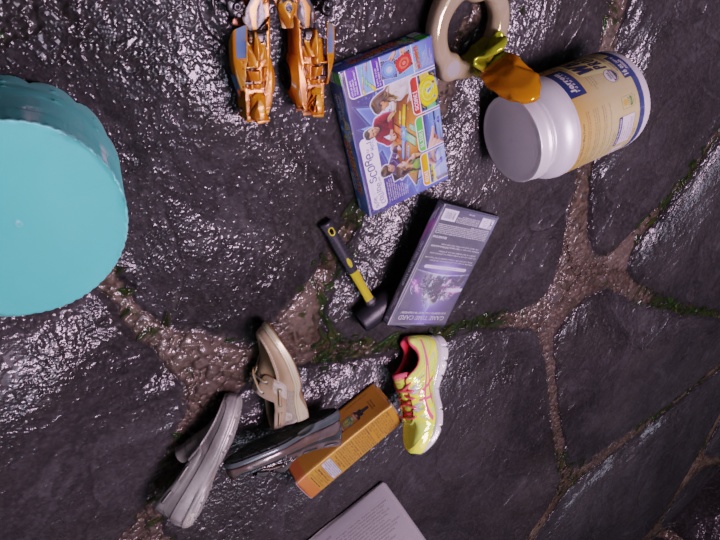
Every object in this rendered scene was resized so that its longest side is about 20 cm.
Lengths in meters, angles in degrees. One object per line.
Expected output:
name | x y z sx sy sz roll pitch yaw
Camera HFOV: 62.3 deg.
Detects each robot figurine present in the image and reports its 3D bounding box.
robot figurine | -0.084 -0.264 0.634 0.144 0.058 0.202 -15 125 -27

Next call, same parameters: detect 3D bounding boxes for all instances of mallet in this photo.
mallet | 0.000 0.000 0.867 0.065 0.041 0.201 -31 126 -14

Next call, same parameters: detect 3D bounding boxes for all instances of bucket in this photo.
bucket | -0.316 -0.067 0.548 0.205 0.135 0.209 -15 124 -24

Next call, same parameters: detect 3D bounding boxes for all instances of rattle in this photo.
rattle | 0.150 -0.317 0.709 0.129 0.143 0.202 -7 128 -11

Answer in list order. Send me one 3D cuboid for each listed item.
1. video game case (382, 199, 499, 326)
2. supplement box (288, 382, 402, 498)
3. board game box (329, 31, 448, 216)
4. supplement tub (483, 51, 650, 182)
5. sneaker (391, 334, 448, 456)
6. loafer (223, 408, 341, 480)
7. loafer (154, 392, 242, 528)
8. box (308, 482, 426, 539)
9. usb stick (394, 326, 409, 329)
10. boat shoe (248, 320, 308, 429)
video game case | 0.124 -0.004 0.911 0.142 0.019 0.202 5 116 -45
supplement box | -0.029 0.282 0.994 0.199 0.067 0.069 -39 131 -7
board game box | 0.042 -0.187 0.778 0.134 0.034 0.202 -27 128 -18
supplement tub | 0.291 -0.217 0.852 0.198 0.144 0.146 -24 128 -20
sneaker | 0.085 0.200 0.985 0.090 0.078 0.202 17 71 -32
loafer | -0.105 0.270 0.888 0.199 0.072 0.064 -19 95 -36
loafer | -0.230 0.264 0.849 0.069 0.070 0.202 25 87 0
box | 0.037 0.565 1.137 0.199 0.171 0.200 -34 130 -11
usb stick | 0.104 0.004 0.936 0.055 0.033 0.201 21 103 -42
boat shoe | -0.125 0.159 0.856 0.064 0.072 0.201 -24 134 -17
